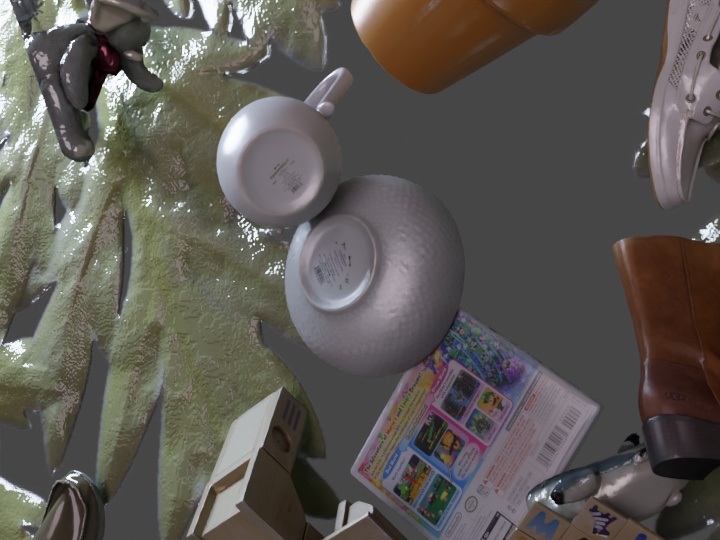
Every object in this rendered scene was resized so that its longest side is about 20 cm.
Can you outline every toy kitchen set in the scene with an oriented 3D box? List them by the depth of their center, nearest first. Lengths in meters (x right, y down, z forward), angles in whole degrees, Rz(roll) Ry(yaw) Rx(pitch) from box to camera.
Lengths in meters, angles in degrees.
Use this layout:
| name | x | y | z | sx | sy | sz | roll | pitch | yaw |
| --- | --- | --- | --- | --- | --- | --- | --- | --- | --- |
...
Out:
| name | x | y | z | sx | sy | sz | roll | pitch | yaw |
| --- | --- | --- | --- | --- | --- | --- | --- | --- | --- |
| toy kitchen set | -0.027 | 0.231 | 0.938 | 0.162 | 0.181 | 0.200 | -35 | 108 | 23 |

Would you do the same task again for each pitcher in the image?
| name | x | y | z | sx | sy | sz | roll | pitch | yaw |
| --- | --- | --- | --- | --- | --- | --- | --- | --- | --- |
| pitcher | -0.065 | -0.131 | 0.943 | 0.121 | 0.200 | 0.172 | 40 | 97 | -14 |

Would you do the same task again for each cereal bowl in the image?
| name | x | y | z | sx | sy | sz | roll | pitch | yaw |
| --- | --- | --- | --- | --- | --- | --- | --- | --- | --- |
| cereal bowl | 0.000 | 0.000 | 0.932 | 0.198 | 0.083 | 0.204 | -8 | 76 | 33 |

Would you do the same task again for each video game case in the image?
| name | x | y | z | sx | sy | sz | roll | pitch | yaw |
| --- | --- | --- | --- | --- | --- | --- | --- | --- | --- |
| video game case | 0.104 | 0.161 | 0.902 | 0.181 | 0.024 | 0.202 | 34 | 101 | 28 |

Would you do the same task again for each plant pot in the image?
| name | x | y | z | sx | sy | sz | roll | pitch | yaw |
| --- | --- | --- | --- | --- | --- | --- | --- | --- | --- |
| plant pot | 0.093 | -0.270 | 0.879 | 0.183 | 0.199 | 0.202 | -39 | 66 | 36 |

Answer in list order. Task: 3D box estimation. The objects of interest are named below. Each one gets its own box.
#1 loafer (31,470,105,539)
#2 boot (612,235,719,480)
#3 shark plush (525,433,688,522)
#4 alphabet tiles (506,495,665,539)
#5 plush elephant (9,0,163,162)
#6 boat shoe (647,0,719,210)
| name | x | y | z | sx | sy | sz | roll | pitch | yaw |
| --- | --- | --- | --- | --- | --- | --- | --- | --- | --- |
| loafer | -0.354 | 0.335 | 1.106 | 0.074 | 0.069 | 0.203 | 11 | 89 | 29 |
| boot | 0.300 | 0.072 | 0.773 | 0.185 | 0.069 | 0.203 | 5 | 58 | -6 |
| shark plush | 0.228 | 0.157 | 0.799 | 0.091 | 0.083 | 0.200 | 44 | 99 | -11 |
| alphabet tiles | 0.186 | 0.278 | 0.790 | 0.165 | 0.006 | 0.202 | 30 | 122 | 7 |
| plush elephant | -0.305 | -0.252 | 1.121 | 0.153 | 0.165 | 0.203 | -20 | 109 | -11 |
| boat shoe | 0.290 | -0.151 | 0.810 | 0.068 | 0.071 | 0.204 | 6 | 85 | 31 |
